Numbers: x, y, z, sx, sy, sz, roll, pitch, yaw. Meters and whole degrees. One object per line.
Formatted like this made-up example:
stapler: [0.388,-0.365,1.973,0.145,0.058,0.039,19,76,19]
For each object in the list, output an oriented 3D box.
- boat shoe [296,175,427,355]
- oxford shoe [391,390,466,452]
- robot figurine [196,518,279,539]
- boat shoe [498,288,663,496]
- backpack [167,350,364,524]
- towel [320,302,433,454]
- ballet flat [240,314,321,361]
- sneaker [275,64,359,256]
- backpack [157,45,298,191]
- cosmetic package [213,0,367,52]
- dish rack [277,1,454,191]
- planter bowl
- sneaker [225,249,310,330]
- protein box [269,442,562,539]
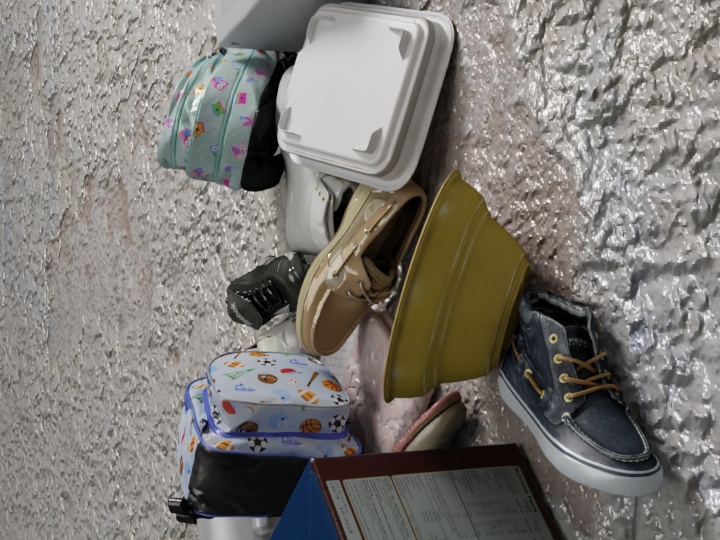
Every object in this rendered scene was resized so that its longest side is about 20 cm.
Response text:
boat shoe: [0.000,0.000,1.404,0.064,0.071,0.201,39,111,46]
oxford shoe: [0.062,0.196,1.342,0.075,0.070,0.201,40,129,23]
robot figurine: [-0.128,0.273,1.638,0.170,0.112,0.202,137,127,-60]
boat shoe: [0.165,0.088,1.109,0.200,0.070,0.092,-136,48,-57]
backpack: [-0.098,0.162,1.448,0.190,0.198,0.155,-145,66,-68]
towel: [0.003,0.137,1.472,0.191,0.032,0.201,56,138,47]
ballet flat: [-0.090,0.090,1.609,0.200,0.071,0.070,-37,57,57]
sneaker: [-0.031,-0.111,1.502,0.115,0.073,0.202,14,111,60]
backpack: [-0.141,-0.161,1.584,0.200,0.125,0.168,-72,-10,-67]
cosmetic package: [-0.069,-0.356,1.508,0.199,0.122,0.202,-31,62,59]
dish rack: [-0.006,-0.175,1.399,0.199,0.043,0.173,19,94,50]
planter bowl: [0.089,0.025,1.204,0.200,0.083,0.202,17,-90,-79]
sneaker: [-0.098,0.027,1.570,0.067,0.090,0.200,56,166,-9]
protein box: [0.036,0.261,1.222,0.199,0.198,0.136,-64,37,40]
